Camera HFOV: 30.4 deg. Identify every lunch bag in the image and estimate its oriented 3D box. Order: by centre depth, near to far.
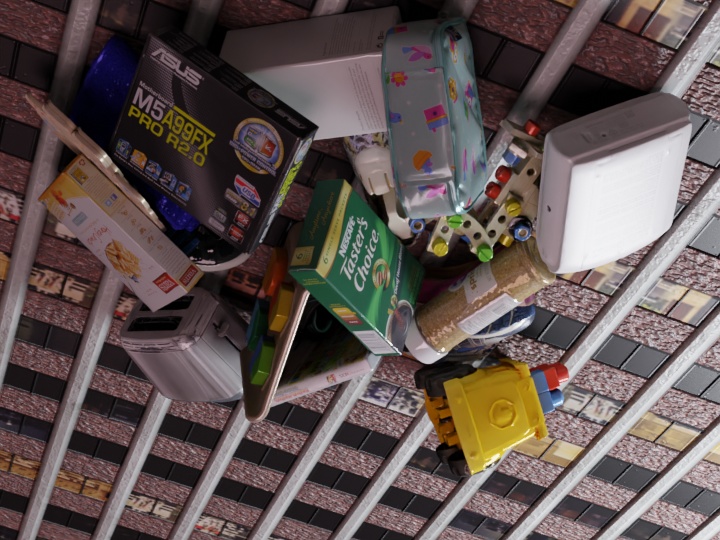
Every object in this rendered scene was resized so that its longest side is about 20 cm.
[{"bbox_3d":[0.081,-0.164,1.363,0.076,0.160,0.203,-3,104,19],"label":"lunch bag"}]

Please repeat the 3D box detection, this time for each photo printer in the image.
[{"bbox_3d":[0.275,-0.087,1.462,0.164,0.070,0.202,-20,141,-14],"label":"photo printer"}]

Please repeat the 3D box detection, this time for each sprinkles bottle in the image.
[{"bbox_3d":[0.139,0.036,1.590,0.199,0.069,0.068,-36,123,28],"label":"sprinkles bottle"}]

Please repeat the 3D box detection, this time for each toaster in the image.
[{"bbox_3d":[-0.232,0.098,1.777,0.198,0.114,0.130,-2,137,39],"label":"toaster"}]

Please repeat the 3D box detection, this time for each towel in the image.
[{"bbox_3d":[-0.238,-0.148,1.493,0.200,0.050,0.148,42,137,6],"label":"towel"}]

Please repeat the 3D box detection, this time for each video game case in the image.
[{"bbox_3d":[-0.042,0.107,1.686,0.180,0.200,0.023,-21,103,21],"label":"video game case"}]

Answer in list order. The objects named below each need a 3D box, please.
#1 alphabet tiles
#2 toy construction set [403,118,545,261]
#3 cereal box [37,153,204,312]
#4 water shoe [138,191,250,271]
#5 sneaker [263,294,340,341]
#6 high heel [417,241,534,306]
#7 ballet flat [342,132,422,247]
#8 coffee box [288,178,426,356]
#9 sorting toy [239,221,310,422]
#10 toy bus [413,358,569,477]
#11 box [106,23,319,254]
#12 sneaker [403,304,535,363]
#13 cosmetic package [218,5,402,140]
[{"bbox_3d":[-0.300,-0.125,1.518,0.195,0.015,0.200,41,171,16],"label":"alphabet tiles"},{"bbox_3d":[0.153,-0.093,1.497,0.130,0.093,0.200,26,126,-21],"label":"toy construction set"},{"bbox_3d":[-0.287,-0.041,1.575,0.200,0.040,0.144,45,155,-10],"label":"cereal box"},{"bbox_3d":[-0.228,-0.055,1.639,0.197,0.072,0.079,10,141,0],"label":"water shoe"},{"bbox_3d":[-0.074,0.055,1.730,0.075,0.080,0.199,30,137,-25],"label":"sneaker"},{"bbox_3d":[0.123,-0.011,1.647,0.197,0.068,0.098,1,114,12],"label":"high heel"},{"bbox_3d":[0.032,-0.101,1.540,0.071,0.073,0.201,-8,136,19],"label":"ballet flat"},{"bbox_3d":[0.000,0.000,1.528,0.043,0.124,0.200,-2,146,35],"label":"coffee box"},{"bbox_3d":[-0.105,0.057,1.607,0.036,0.186,0.202,19,110,-16],"label":"sorting toy"},{"bbox_3d":[0.181,0.172,1.767,0.189,0.200,0.138,-20,94,-8],"label":"toy bus"},{"bbox_3d":[-0.160,-0.137,1.400,0.199,0.044,0.161,35,125,8],"label":"box"},{"bbox_3d":[0.149,0.075,1.723,0.198,0.078,0.085,-16,143,37],"label":"sneaker"},{"bbox_3d":[-0.046,-0.206,1.424,0.197,0.086,0.108,-3,136,16],"label":"cosmetic package"}]
